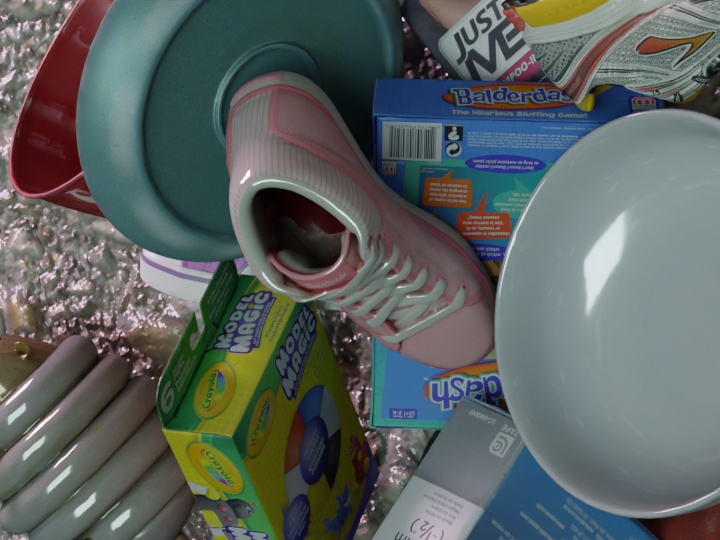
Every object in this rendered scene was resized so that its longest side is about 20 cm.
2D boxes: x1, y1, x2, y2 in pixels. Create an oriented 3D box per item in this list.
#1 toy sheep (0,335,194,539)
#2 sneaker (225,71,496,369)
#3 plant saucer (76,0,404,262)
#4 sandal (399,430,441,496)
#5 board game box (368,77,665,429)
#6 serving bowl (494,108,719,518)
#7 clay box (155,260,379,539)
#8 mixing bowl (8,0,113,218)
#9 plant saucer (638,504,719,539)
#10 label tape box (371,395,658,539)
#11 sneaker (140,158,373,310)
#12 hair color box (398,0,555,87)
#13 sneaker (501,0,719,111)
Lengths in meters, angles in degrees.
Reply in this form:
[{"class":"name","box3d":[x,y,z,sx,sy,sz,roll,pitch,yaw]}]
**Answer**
[{"class":"toy sheep","box3d":[-0.167,0.117,1.512,0.200,0.138,0.138,46,120,-9]},{"class":"sneaker","box3d":[0.000,0.000,1.268,0.075,0.105,0.200,-30,119,20]},{"class":"plant saucer","box3d":[-0.053,-0.091,1.299,0.027,0.200,0.201,36,122,45]},{"class":"sandal","box3d":[0.041,0.162,1.470,0.075,0.048,0.201,37,118,11]},{"class":"board game box","box3d":[0.081,-0.005,1.348,0.152,0.045,0.200,2,122,2]},{"class":"serving bowl","box3d":[0.161,0.023,1.243,0.200,0.066,0.201,-8,79,46]},{"class":"clay box","box3d":[-0.050,0.093,1.406,0.047,0.115,0.200,6,140,23]},{"class":"mixing bowl","box3d":[-0.093,-0.099,1.394,0.108,0.200,0.200,34,123,-25]},{"class":"plant saucer","box3d":[0.174,0.248,1.440,0.199,0.037,0.200,-29,92,30]},{"class":"label tape box","box3d":[0.058,0.190,1.360,0.066,0.143,0.200,25,76,48]},{"class":"sneaker","box3d":[-0.031,-0.037,1.436,0.200,0.073,0.115,2,105,14]},{"class":"hair color box","box3d":[0.063,-0.173,1.351,0.100,0.061,0.200,-41,85,29]},{"class":"sneaker","box3d":[0.167,-0.129,1.227,0.200,0.078,0.082,-10,116,45]}]
